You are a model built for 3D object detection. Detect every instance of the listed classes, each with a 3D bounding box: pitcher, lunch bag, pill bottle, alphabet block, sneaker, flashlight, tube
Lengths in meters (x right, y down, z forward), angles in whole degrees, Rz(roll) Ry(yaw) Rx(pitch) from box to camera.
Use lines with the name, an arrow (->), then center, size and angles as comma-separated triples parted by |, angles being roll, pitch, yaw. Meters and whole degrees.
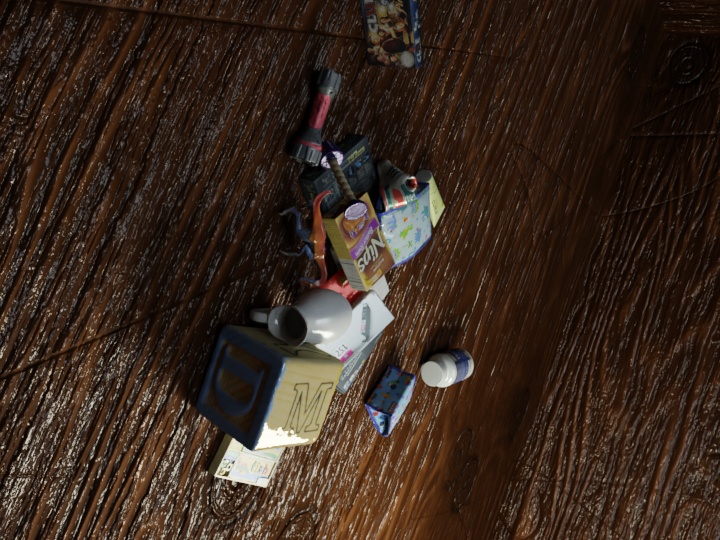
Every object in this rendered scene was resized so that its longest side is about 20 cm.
pitcher -> -0.125, 0.099, 1.368 | 0.200, 0.171, 0.122 | -9, 111, -58
lunch bag -> 0.094, -0.119, 1.617 | 0.200, 0.127, 0.171 | -49, 140, -46
pill bottle -> 0.287, 0.326, 2.090 | 0.200, 0.111, 0.111 | -5, 108, -54
alphabet block -> -0.188, 0.239, 1.308 | 0.200, 0.195, 0.197 | 15, 98, -55
sneaker -> 0.091, -0.213, 1.532 | 0.200, 0.093, 0.071 | -91, 168, -55
flashlight -> -0.092, -0.324, 1.320 | 0.068, 0.068, 0.201 | 16, 92, -53
lunch bag -> 0.102, 0.409, 1.901 | 0.151, 0.094, 0.200 | -54, 151, -29
tube -> 0.206, -0.210, 1.807 | 0.058, 0.052, 0.200 | -26, 144, 5

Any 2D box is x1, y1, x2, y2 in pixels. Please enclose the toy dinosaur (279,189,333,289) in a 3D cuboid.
toy dinosaur -> -0.108, -0.053, 1.351 | 0.105, 0.200, 0.182 | -25, 93, -30

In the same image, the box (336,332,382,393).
box -> -0.027, 0.202, 1.597 | 0.200, 0.051, 0.158 | -57, 154, -14

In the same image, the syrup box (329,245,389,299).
syrup box -> 0.000, 0.000, 1.576 | 0.081, 0.079, 0.200 | -50, 140, -29

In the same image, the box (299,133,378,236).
box -> -0.044, -0.199, 1.454 | 0.200, 0.051, 0.158 | -48, 139, -32

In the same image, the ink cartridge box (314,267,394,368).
ink cartridge box -> -0.043, 0.112, 1.486 | 0.200, 0.044, 0.174 | -43, 106, -18

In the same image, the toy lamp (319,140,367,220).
toy lamp -> -0.042, -0.195, 1.318 | 0.058, 0.200, 0.058 | -17, 149, -11

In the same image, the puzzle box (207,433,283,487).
puzzle box -> -0.253, 0.421, 1.449 | 0.200, 0.025, 0.133 | 40, 70, -53

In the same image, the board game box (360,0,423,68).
board game box -> 0.066, -0.554, 1.383 | 0.035, 0.135, 0.201 | -40, 134, -38

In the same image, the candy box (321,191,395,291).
candy box -> -0.002, -0.066, 1.443 | 0.117, 0.056, 0.201 | -43, 125, -32
